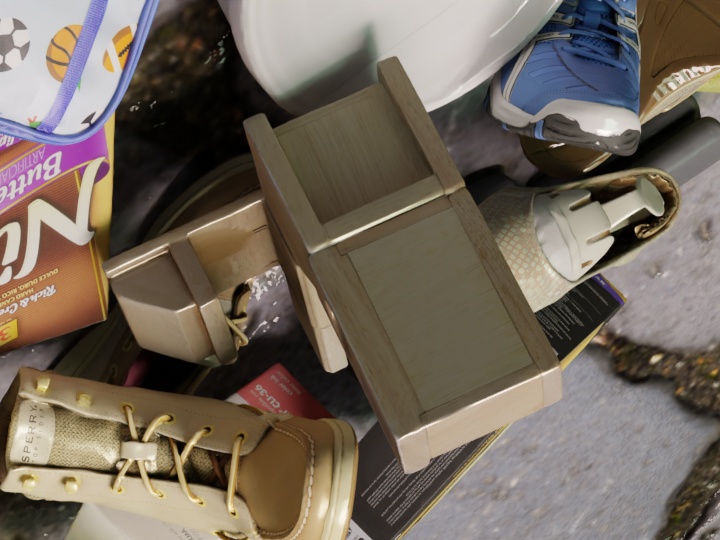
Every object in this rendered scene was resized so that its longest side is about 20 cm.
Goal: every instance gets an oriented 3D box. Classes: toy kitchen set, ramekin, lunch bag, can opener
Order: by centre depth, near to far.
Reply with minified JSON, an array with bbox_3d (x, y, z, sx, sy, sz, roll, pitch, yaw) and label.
[{"bbox_3d":[-0.140,-0.159,0.977,0.160,0.076,0.200,16,101,-40],"label":"lunch bag"},{"bbox_3d":[0.010,-0.173,1.109,0.202,0.094,0.203,-23,140,-21],"label":"ramekin"},{"bbox_3d":[-0.014,0.044,1.121,0.163,0.181,0.200,-24,154,-5],"label":"toy kitchen set"},{"bbox_3d":[0.122,-0.047,1.371,0.200,0.053,0.067,-33,144,-9],"label":"can opener"}]

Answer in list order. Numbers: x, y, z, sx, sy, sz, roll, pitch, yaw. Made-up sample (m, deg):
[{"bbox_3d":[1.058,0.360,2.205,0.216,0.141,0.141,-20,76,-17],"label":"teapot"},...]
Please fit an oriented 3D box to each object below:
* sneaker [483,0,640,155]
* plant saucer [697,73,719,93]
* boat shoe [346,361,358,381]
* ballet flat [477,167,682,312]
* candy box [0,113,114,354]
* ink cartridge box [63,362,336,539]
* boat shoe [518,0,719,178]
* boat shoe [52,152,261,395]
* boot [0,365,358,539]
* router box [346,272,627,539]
[{"bbox_3d":[0.105,-0.117,1.194,0.075,0.200,0.077,11,113,-11],"label":"sneaker"},{"bbox_3d":[0.299,-0.174,1.391,0.199,0.048,0.200,0,129,-40],"label":"plant saucer"},{"bbox_3d":[0.000,0.000,1.301,0.064,0.071,0.200,-33,145,-10],"label":"boat shoe"},{"bbox_3d":[0.117,-0.027,1.269,0.062,0.068,0.200,-28,178,31],"label":"ballet flat"},{"bbox_3d":[-0.179,-0.046,1.116,0.116,0.056,0.200,-19,140,-26],"label":"candy box"},{"bbox_3d":[-0.105,0.148,1.299,0.200,0.067,0.117,-35,163,-42],"label":"ink cartridge box"},{"bbox_3d":[0.170,-0.127,1.325,0.200,0.072,0.065,-41,-177,2],"label":"boat shoe"},{"bbox_3d":[-0.093,0.028,1.255,0.074,0.066,0.200,14,119,-47],"label":"boat shoe"},{"bbox_3d":[-0.094,0.091,1.147,0.155,0.200,0.073,13,88,-19],"label":"boot"},{"bbox_3d":[0.048,0.087,1.317,0.200,0.052,0.157,-50,173,30],"label":"router box"}]
